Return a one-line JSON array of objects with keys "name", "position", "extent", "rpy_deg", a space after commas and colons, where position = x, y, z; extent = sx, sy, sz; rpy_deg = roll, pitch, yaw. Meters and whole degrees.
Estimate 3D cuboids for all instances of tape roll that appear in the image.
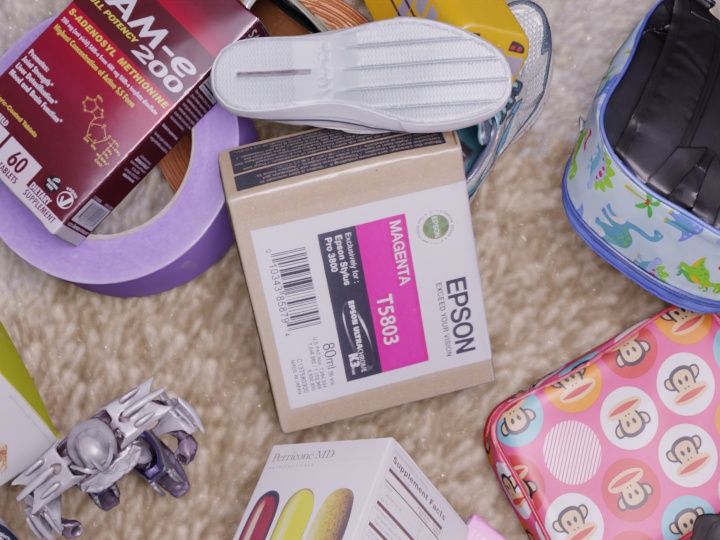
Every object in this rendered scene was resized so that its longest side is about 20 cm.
[{"name": "tape roll", "position": [-0.177, -0.085, 1.141], "extent": [0.197, 0.085, 0.203], "rpy_deg": [-1, 82, 7]}]

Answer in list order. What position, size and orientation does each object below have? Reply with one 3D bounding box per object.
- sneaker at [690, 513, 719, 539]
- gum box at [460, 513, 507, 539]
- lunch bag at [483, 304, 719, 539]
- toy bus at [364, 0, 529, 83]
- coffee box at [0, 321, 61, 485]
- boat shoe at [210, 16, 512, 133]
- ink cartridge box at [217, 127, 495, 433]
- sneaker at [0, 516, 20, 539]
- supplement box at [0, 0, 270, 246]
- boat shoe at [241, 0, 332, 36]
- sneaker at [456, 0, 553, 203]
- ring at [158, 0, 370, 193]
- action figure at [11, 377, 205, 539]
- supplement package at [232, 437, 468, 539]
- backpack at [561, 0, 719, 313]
[{"name": "sneaker", "position": [0.232, 0.244, 1.073], "extent": [0.075, 0.201, 0.091], "rpy_deg": [5, 45, -13]}, {"name": "gum box", "position": [0.064, 0.287, 1.104], "extent": [0.113, 0.066, 0.201], "rpy_deg": [37, 81, 6]}, {"name": "lunch bag", "position": [0.204, 0.137, 1.128], "extent": [0.198, 0.082, 0.178], "rpy_deg": [-28, 82, -7]}, {"name": "toy bus", "position": [0.051, -0.195, 1.131], "extent": [0.064, 0.079, 0.201], "rpy_deg": [6, 38, -26]}, {"name": "coffee box", "position": [-0.350, 0.054, 1.036], "extent": [0.197, 0.200, 0.201], "rpy_deg": [-32, 57, -6]}, {"name": "boat shoe", "position": [0.002, -0.129, 1.038], "extent": [0.197, 0.067, 0.075], "rpy_deg": [5, 88, 5]}, {"name": "ink cartridge box", "position": [0.000, 0.000, 1.095], "extent": [0.163, 0.075, 0.202], "rpy_deg": [-14, 122, -3]}, {"name": "sneaker", "position": [-0.284, 0.188, 1.091], "extent": [0.200, 0.109, 0.070], "rpy_deg": [41, 81, 5]}, {"name": "supplement box", "position": [-0.168, -0.127, 1.073], "extent": [0.109, 0.061, 0.200], "rpy_deg": [43, 88, 10]}, {"name": "boat shoe", "position": [-0.084, -0.192, 1.165], "extent": [0.198, 0.068, 0.075], "rpy_deg": [28, 80, 4]}, {"name": "sneaker", "position": [0.091, -0.116, 1.166], "extent": [0.077, 0.086, 0.202], "rpy_deg": [28, 81, 2]}, {"name": "ring", "position": [-0.063, -0.121, 1.198], "extent": [0.197, 0.019, 0.203], "rpy_deg": [0, 81, -1]}, {"name": "action figure", "position": [-0.165, 0.129, 1.058], "extent": [0.129, 0.200, 0.070], "rpy_deg": [-26, 82, -5]}, {"name": "supplement package", "position": [-0.025, 0.225, 1.036], "extent": [0.113, 0.110, 0.201], "rpy_deg": [-9, 44, 37]}, {"name": "backpack", "position": [0.235, -0.068, 1.111], "extent": [0.182, 0.148, 0.201], "rpy_deg": [32, 48, 5]}]
